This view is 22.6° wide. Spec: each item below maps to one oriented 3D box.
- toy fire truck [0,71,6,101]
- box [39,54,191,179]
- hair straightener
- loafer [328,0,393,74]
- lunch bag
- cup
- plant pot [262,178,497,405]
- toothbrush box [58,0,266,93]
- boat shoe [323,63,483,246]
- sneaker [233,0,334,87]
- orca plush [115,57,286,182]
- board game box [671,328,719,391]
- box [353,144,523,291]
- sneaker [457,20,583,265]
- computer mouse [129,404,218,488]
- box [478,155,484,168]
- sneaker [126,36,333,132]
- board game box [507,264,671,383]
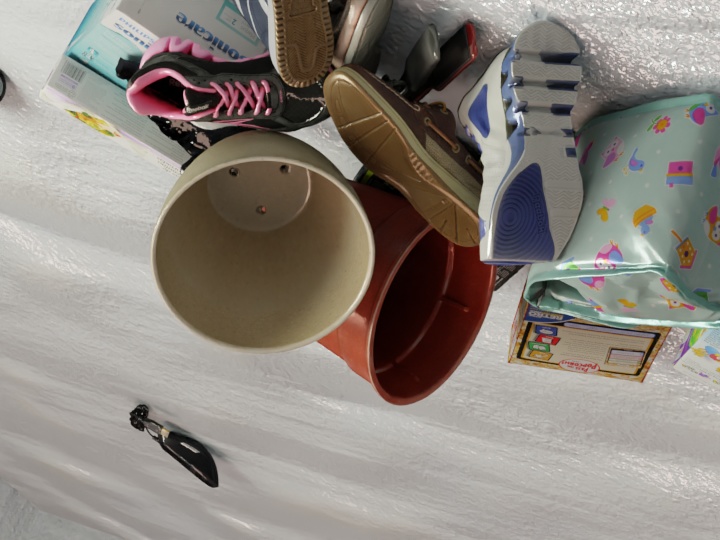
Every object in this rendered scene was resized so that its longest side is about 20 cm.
[{"bbox_3d":[-0.510,-0.182,2.034,0.128,0.201,0.176,7,151,42],"label":"toy fire truck"},{"bbox_3d":[-0.220,-0.141,1.771,0.199,0.042,0.039,30,160,-14],"label":"box"},{"bbox_3d":[0.032,-0.172,1.601,0.076,0.041,0.200,-3,170,-22],"label":"hair straightener"},{"bbox_3d":[-0.016,-0.206,1.588,0.063,0.072,0.200,32,162,6],"label":"loafer"},{"bbox_3d":[0.232,-0.044,1.514,0.121,0.172,0.199,29,160,-33],"label":"lunch bag"},{"bbox_3d":[-0.090,-0.049,1.637,0.198,0.144,0.202,-2,123,-3],"label":"cup"},{"bbox_3d":[0.000,0.000,1.768,0.194,0.202,0.201,26,162,33],"label":"plant pot"},{"bbox_3d":[-0.190,-0.215,1.740,0.146,0.086,0.200,33,159,-16],"label":"toothbrush box"},{"bbox_3d":[0.051,-0.112,1.565,0.200,0.072,0.072,44,146,-13],"label":"boat shoe"},{"bbox_3d":[-0.065,-0.264,1.505,0.109,0.069,0.202,-123,27,-43],"label":"sneaker"},{"bbox_3d":[-0.152,-0.125,1.692,0.199,0.072,0.105,35,156,-26],"label":"orca plush"},{"bbox_3d":[0.373,0.038,1.630,0.104,0.104,0.200,26,159,2],"label":"board game box"},{"bbox_3d":[0.090,-0.065,1.810,0.192,0.048,0.200,31,159,-3],"label":"box"},{"bbox_3d":[0.132,-0.103,1.519,0.080,0.202,0.115,7,178,-18],"label":"sneaker"},{"bbox_3d":[-0.315,0.294,3.104,0.199,0.046,0.141,37,164,8],"label":"computer mouse"},{"bbox_3d":[0.190,-0.066,1.652,0.050,0.076,0.200,6,151,47],"label":"box"},{"bbox_3d":[-0.116,-0.154,1.583,0.198,0.095,0.080,6,113,17],"label":"sneaker"},{"bbox_3d":[0.236,0.053,1.849,0.150,0.047,0.200,8,157,1],"label":"board game box"}]
